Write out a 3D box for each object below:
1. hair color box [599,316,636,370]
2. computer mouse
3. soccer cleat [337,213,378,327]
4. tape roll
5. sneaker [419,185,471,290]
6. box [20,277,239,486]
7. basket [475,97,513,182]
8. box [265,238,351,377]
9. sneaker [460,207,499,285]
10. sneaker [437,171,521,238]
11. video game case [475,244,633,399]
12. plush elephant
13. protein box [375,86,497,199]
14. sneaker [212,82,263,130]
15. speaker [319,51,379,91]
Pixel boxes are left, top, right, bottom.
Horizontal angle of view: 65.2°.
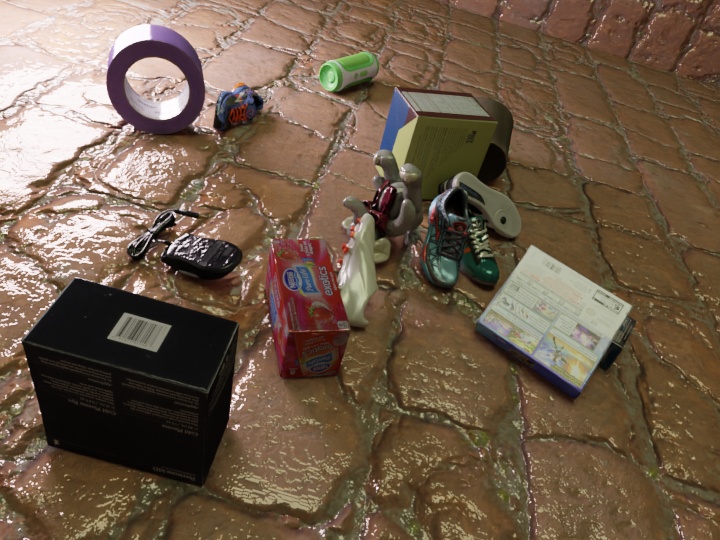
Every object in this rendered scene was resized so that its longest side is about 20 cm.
[{"bbox_3d":[0.391,0.080,1.034,0.198,0.061,0.099,35,42,21],"label":"hair color box"},{"bbox_3d":[-0.277,-0.042,0.954,0.195,0.047,0.142,10,43,11],"label":"computer mouse"},{"bbox_3d":[0.000,0.000,0.955,0.076,0.069,0.204,20,65,-12],"label":"soccer cleat"},{"bbox_3d":[-0.429,-0.400,1.189,0.195,0.203,0.086,-2,42,-21],"label":"tape roll"},{"bbox_3d":[0.163,-0.067,1.054,0.077,0.096,0.205,10,70,-14],"label":"sneaker"},{"bbox_3d":[-0.253,0.132,0.649,0.195,0.185,0.105,16,38,-1],"label":"box"},{"bbox_3d":[0.308,-0.325,1.424,0.175,0.138,0.203,10,43,-1],"label":"basket"},{"bbox_3d":[-0.087,0.053,0.864,0.093,0.101,0.202,0,42,-19],"label":"box"},{"bbox_3d":[0.222,-0.060,1.118,0.070,0.081,0.202,-3,44,-22],"label":"sneaker"},{"bbox_3d":[0.256,-0.142,1.237,0.198,0.111,0.074,36,77,-20],"label":"sneaker"},{"bbox_3d":[0.327,0.082,0.961,0.198,0.046,0.182,34,71,21],"label":"video game case"},{"bbox_3d":[0.032,-0.105,1.061,0.152,0.203,0.165,-24,36,-11],"label":"plush elephant"},{"bbox_3d":[0.163,-0.280,1.259,0.195,0.202,0.136,-3,42,-22],"label":"protein box"},{"bbox_3d":[-0.285,-0.384,1.325,0.077,0.076,0.202,21,41,1],"label":"sneaker"},{"bbox_3d":[-0.031,-0.574,1.626,0.088,0.090,0.199,34,42,21],"label":"speaker"}]
